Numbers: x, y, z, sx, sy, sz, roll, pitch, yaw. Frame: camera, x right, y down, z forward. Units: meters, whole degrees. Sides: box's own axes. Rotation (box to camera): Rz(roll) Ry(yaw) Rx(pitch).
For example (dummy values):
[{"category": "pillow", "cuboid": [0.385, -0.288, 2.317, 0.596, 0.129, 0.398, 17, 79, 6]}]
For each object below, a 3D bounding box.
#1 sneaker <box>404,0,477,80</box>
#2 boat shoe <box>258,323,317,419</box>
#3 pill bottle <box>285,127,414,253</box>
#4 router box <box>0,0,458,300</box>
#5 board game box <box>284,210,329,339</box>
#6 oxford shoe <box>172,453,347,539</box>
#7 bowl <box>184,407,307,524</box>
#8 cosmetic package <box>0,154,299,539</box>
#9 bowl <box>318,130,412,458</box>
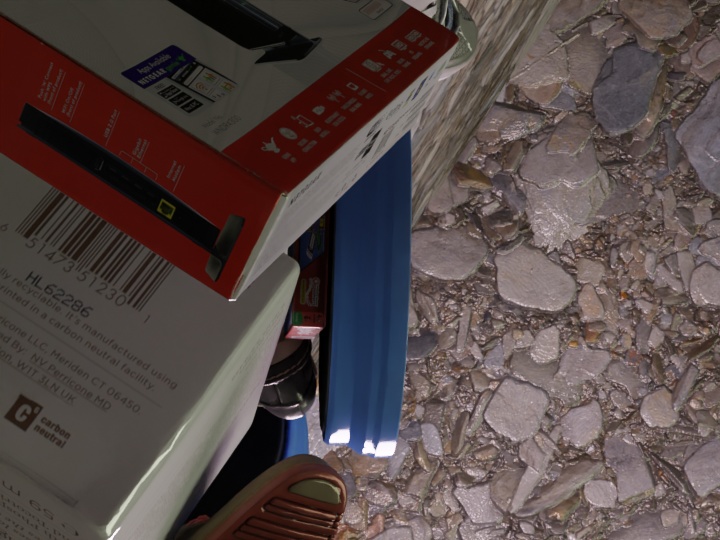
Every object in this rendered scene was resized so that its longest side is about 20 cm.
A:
[{"category": "sneaker", "cuboid": [0.034, -0.174, 1.008, 0.200, 0.082, 0.075, 21, 60, -59]}, {"category": "boat shoe", "cuboid": [-0.081, 0.029, 0.966, 0.072, 0.063, 0.200, -30, -149, -13]}, {"category": "pill bottle", "cuboid": [-0.048, -0.077, 1.242, 0.200, 0.111, 0.112, -53, 172, -39]}, {"category": "router box", "cuboid": [-0.074, -0.091, 0.613, 0.049, 0.179, 0.200, -61, 174, 30]}, {"category": "board game box", "cuboid": [-0.026, -0.067, 0.832, 0.103, 0.019, 0.201, 137, -45, -82]}, {"category": "oxford shoe", "cuboid": [-0.081, 0.155, 0.871, 0.200, 0.070, 0.075, -47, -144, 26]}, {"category": "bowl", "cuboid": [-0.133, 0.107, 0.999, 0.201, 0.200, 0.039, -55, 162, -23]}, {"category": "cosmetic package", "cuboid": [-0.151, 0.057, 0.794, 0.167, 0.167, 0.200, -56, 173, -29]}, {"category": "bowl", "cuboid": [0.000, 0.000, 0.855, 0.201, 0.039, 0.202, -178, -90, -87]}]
